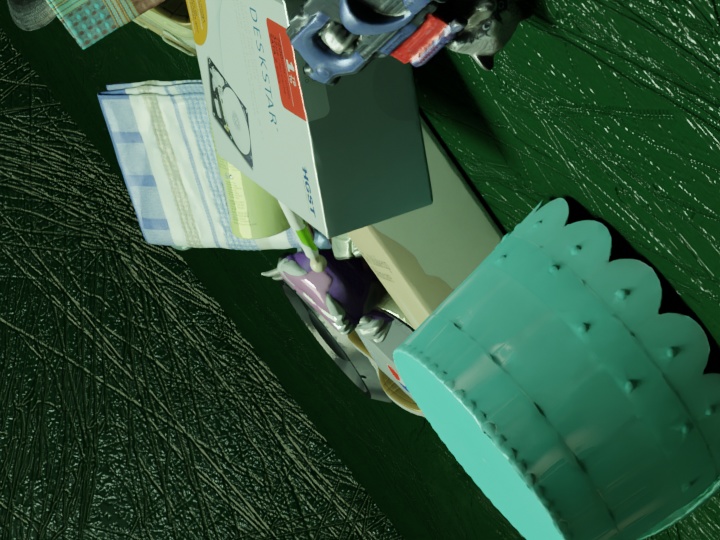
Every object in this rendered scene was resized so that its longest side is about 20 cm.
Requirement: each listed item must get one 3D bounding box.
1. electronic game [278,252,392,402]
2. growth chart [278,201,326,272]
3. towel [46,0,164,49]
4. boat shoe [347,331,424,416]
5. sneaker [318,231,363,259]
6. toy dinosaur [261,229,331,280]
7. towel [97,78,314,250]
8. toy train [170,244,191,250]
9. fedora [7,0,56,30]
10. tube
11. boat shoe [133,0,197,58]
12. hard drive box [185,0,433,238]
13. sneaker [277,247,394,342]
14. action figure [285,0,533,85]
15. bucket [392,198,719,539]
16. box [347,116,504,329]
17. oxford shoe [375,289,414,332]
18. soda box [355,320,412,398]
[{"bbox_3d":[-0.024,0.062,2.475,0.200,0.042,0.200,51,173,9],"label":"electronic game"},{"bbox_3d":[-0.060,-0.116,1.684,0.145,0.018,0.201,62,-163,-58],"label":"growth chart"},{"bbox_3d":[-0.203,-0.277,1.682,0.201,0.146,0.022,56,-167,-25],"label":"towel"},{"bbox_3d":[0.053,0.093,2.101,0.069,0.071,0.200,52,179,-28],"label":"boat shoe"},{"bbox_3d":[0.004,-0.068,1.720,0.200,0.077,0.087,-128,31,-77],"label":"sneaker"},{"bbox_3d":[-0.042,-0.043,1.946,0.181,0.105,0.200,37,161,23],"label":"toy dinosaur"},{"bbox_3d":[-0.123,-0.087,1.820,0.199,0.024,0.148,1,114,44],"label":"towel"},{"bbox_3d":[-0.108,-0.087,1.887,0.199,0.085,0.115,-11,100,44],"label":"toy train"},{"bbox_3d":[-0.208,-0.267,1.817,0.091,0.202,0.200,21,-173,-26],"label":"fedora"},{"bbox_3d":[-0.092,-0.124,1.710,0.052,0.058,0.201,-51,-47,-58],"label":"tube"},{"bbox_3d":[-0.163,-0.228,1.917,0.200,0.073,0.063,33,156,46],"label":"boat shoe"},{"bbox_3d":[-0.038,-0.129,1.441,0.200,0.076,0.157,-144,40,-60],"label":"hard drive box"},{"bbox_3d":[0.000,0.000,1.828,0.081,0.088,0.200,47,-172,14],"label":"sneaker"},{"bbox_3d":[0.018,-0.185,1.129,0.194,0.105,0.200,48,146,-13],"label":"action figure"},{"bbox_3d":[0.125,0.076,1.365,0.208,0.135,0.207,51,172,10],"label":"bucket"},{"bbox_3d":[0.048,-0.020,1.587,0.201,0.078,0.095,54,172,-11],"label":"box"},{"bbox_3d":[0.090,0.082,1.801,0.200,0.074,0.071,52,172,1],"label":"oxford shoe"},{"bbox_3d":[0.074,0.086,1.932,0.200,0.068,0.064,43,169,52],"label":"soda box"}]
